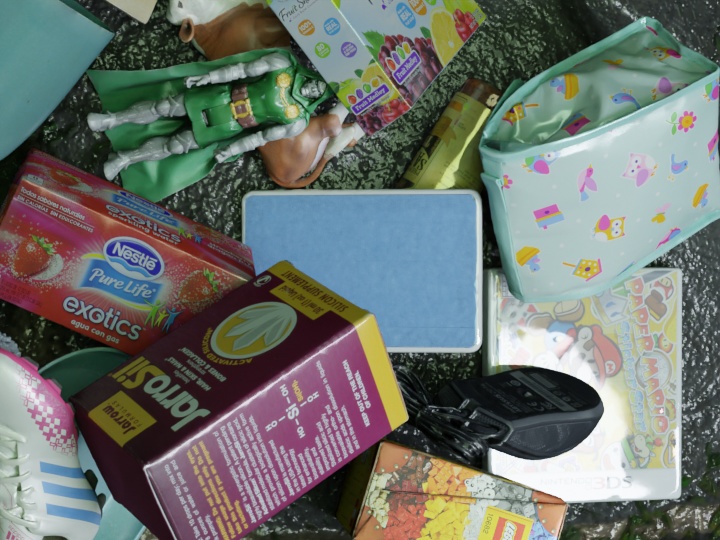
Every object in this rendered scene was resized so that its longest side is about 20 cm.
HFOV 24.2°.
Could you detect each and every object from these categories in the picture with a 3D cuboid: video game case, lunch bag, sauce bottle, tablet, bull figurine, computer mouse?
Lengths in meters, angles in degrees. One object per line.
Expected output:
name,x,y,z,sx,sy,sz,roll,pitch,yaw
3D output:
video game case,0.192,0.098,1.449,0.180,0.023,0.203,0,91,-15
lunch bag,0.187,-0.082,1.364,0.199,0.122,0.172,-28,135,-14
sauce bottle,0.061,-0.061,1.389,0.066,0.066,0.201,34,87,-13
tablet,0.000,0.000,1.361,0.197,0.014,0.132,0,92,9
bull figurine,-0.070,-0.167,1.345,0.120,0.065,0.202,-22,106,20
computer mouse,0.111,0.121,1.360,0.198,0.138,0.053,-2,115,-36

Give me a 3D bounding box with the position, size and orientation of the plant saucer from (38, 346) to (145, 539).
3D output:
plant saucer,-0.228,0.151,1.291,0.199,0.036,0.202,-23,122,-43

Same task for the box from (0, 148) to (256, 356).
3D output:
box,-0.186,-0.003,1.297,0.198,0.100,0.096,25,103,-13

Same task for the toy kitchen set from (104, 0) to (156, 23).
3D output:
toy kitchen set,-0.160,-0.300,1.235,0.162,0.180,0.202,23,88,29

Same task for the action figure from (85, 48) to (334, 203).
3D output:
action figure,-0.111,-0.123,1.309,0.198,0.055,0.119,-15,106,14

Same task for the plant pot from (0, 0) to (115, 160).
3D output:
plant pot,-0.307,-0.164,1.231,0.200,0.201,0.162,34,94,-13

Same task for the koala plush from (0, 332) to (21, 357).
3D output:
koala plush,-0.366,0.057,1.237,0.199,0.184,0.177,39,64,12

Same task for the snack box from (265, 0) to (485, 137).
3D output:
snack box,0.013,-0.210,1.320,0.053,0.200,0.143,-33,102,33

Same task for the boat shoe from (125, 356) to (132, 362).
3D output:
boat shoe,-0.121,0.133,1.326,0.199,0.073,0.066,32,90,-33

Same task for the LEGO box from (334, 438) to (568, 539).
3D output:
LEGO box,0.065,0.187,1.314,0.147,0.200,0.078,18,85,-3

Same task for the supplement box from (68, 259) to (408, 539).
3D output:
supplement box,-0.087,0.099,1.211,0.199,0.131,0.104,-34,125,-21

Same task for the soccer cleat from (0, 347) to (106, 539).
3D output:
soccer cleat,-0.235,0.142,1.184,0.087,0.069,0.201,-61,147,-37
